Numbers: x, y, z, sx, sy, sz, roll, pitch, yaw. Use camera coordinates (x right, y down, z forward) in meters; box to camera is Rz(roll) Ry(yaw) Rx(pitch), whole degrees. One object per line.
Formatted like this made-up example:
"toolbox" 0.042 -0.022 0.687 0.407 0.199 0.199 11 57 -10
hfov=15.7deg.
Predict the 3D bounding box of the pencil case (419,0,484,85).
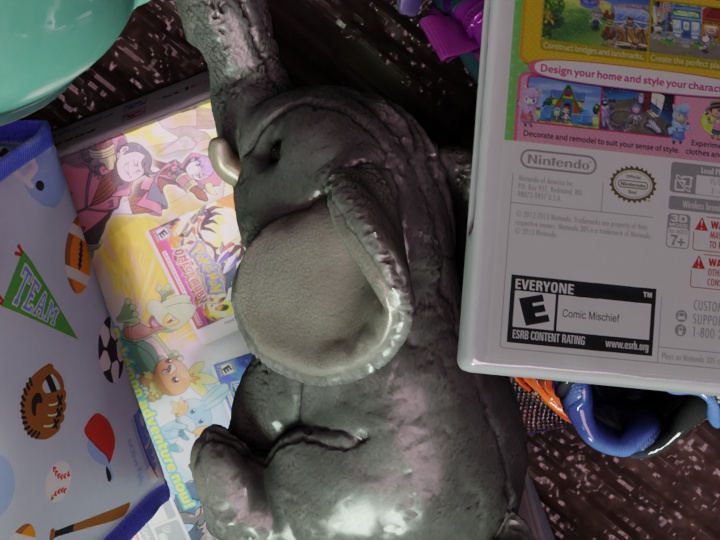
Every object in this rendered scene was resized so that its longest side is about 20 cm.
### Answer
"pencil case" 0.120 -0.134 0.973 0.200 0.085 0.092 -43 150 12

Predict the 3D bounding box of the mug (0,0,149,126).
"mug" -0.142 -0.114 0.930 0.184 0.152 0.115 5 119 30

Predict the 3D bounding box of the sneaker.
"sneaker" 0.092 0.034 0.996 0.075 0.200 0.079 34 64 -14

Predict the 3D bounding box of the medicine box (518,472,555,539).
"medicine box" 0.020 0.209 1.089 0.181 0.103 0.201 -20 110 5

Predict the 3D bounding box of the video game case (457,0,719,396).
"video game case" 0.137 -0.047 0.910 0.199 0.022 0.183 6 84 -10

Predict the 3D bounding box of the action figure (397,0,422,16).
"action figure" 0.008 -0.196 0.936 0.192 0.105 0.201 14 97 12

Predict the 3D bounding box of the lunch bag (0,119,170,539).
"lunch bag" -0.181 0.063 0.918 0.123 0.200 0.171 0 121 33

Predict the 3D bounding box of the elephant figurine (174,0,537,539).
"elephant figurine" 0.000 0.000 0.946 0.154 0.142 0.201 4 112 -2

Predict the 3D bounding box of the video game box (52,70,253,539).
"video game box" -0.083 0.034 1.052 0.181 0.047 0.201 -19 110 6
